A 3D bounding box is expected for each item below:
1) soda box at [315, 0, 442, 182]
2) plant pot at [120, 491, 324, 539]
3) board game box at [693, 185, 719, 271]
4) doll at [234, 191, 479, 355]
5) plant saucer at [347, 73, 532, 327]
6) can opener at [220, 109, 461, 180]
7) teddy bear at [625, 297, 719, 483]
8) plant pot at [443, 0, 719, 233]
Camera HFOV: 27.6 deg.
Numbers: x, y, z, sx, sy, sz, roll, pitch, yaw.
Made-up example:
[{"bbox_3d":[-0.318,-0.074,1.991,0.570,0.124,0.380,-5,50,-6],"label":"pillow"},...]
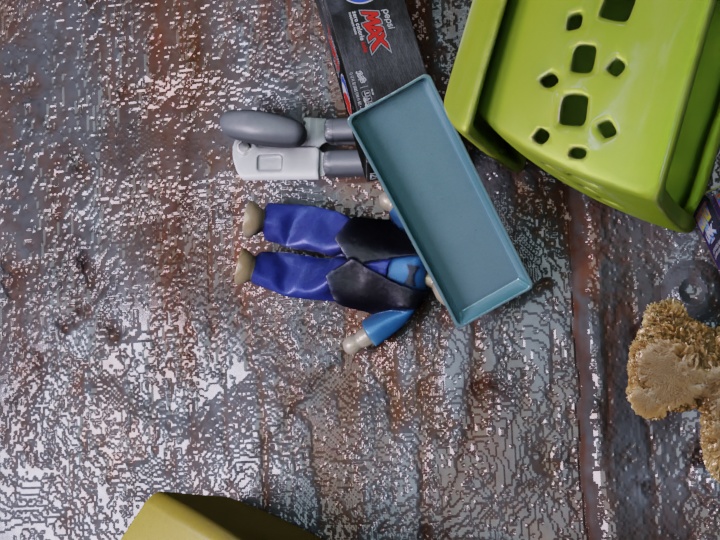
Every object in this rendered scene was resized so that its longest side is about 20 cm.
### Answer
[{"bbox_3d":[0.009,-0.176,1.163,0.063,0.071,0.202,-13,66,-5],"label":"soda box"},{"bbox_3d":[-0.107,0.280,1.131,0.176,0.200,0.201,36,95,24],"label":"plant pot"},{"bbox_3d":[0.367,-0.011,1.059,0.198,0.057,0.167,-20,71,-4],"label":"board game box"},{"bbox_3d":[0.000,0.000,1.193,0.198,0.048,0.138,9,87,9],"label":"doll"},{"bbox_3d":[0.061,-0.052,1.112,0.069,0.019,0.201,-29,117,2],"label":"plant saucer"},{"bbox_3d":[-0.016,-0.102,1.201,0.198,0.066,0.053,1,84,10],"label":"can opener"},{"bbox_3d":[0.300,0.086,1.106,0.198,0.067,0.147,-6,93,8],"label":"teddy bear"},{"bbox_3d":[0.177,-0.153,1.087,0.180,0.199,0.202,17,90,21],"label":"plant pot"}]
